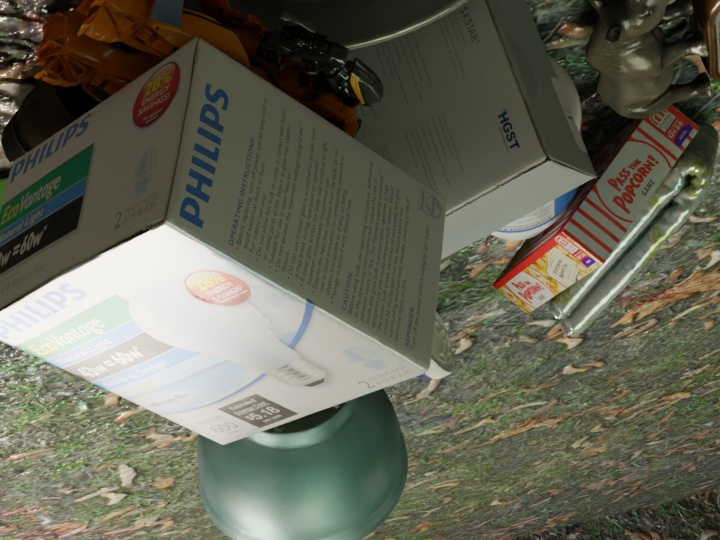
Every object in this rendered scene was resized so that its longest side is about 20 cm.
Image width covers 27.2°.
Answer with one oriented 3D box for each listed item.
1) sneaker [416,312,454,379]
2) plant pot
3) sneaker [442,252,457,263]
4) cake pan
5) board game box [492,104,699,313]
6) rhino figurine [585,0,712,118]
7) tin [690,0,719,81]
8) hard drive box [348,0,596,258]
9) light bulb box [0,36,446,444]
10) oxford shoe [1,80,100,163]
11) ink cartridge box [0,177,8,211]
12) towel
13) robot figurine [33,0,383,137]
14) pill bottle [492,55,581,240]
[{"bbox_3d":[0.007,0.091,1.635,0.146,0.081,0.200,-17,166,21],"label":"sneaker"},{"bbox_3d":[-0.058,0.141,1.361,0.200,0.201,0.134,-15,138,-10],"label":"plant pot"},{"bbox_3d":[0.000,0.000,1.222,0.200,0.067,0.090,-21,155,-41],"label":"sneaker"},{"bbox_3d":[0.003,-0.198,0.895,0.200,0.037,0.200,-16,160,-6],"label":"cake pan"},{"bbox_3d":[0.200,-0.051,1.292,0.152,0.046,0.200,-52,-179,-18],"label":"board game box"},{"bbox_3d":[0.213,-0.172,1.125,0.087,0.060,0.200,-20,159,10],"label":"rhino figurine"},{"bbox_3d":[0.316,-0.206,1.161,0.112,0.042,0.200,-25,160,7],"label":"tin"},{"bbox_3d":[0.039,-0.092,1.039,0.200,0.156,0.077,-28,159,27],"label":"hard drive box"},{"bbox_3d":[-0.089,-0.006,0.895,0.200,0.125,0.198,30,142,-34],"label":"light bulb box"},{"bbox_3d":[-0.130,-0.072,0.992,0.200,0.073,0.084,20,137,-25],"label":"oxford shoe"},{"bbox_3d":[-0.162,-0.032,1.124,0.199,0.084,0.146,-17,161,-6],"label":"ink cartridge box"},{"bbox_3d":[0.251,-0.040,1.351,0.200,0.048,0.171,-51,-179,23],"label":"towel"},{"bbox_3d":[-0.088,-0.114,0.902,0.200,0.058,0.145,22,155,-25],"label":"robot figurine"},{"bbox_3d":[0.118,-0.091,1.175,0.112,0.113,0.200,-19,164,3],"label":"pill bottle"}]
